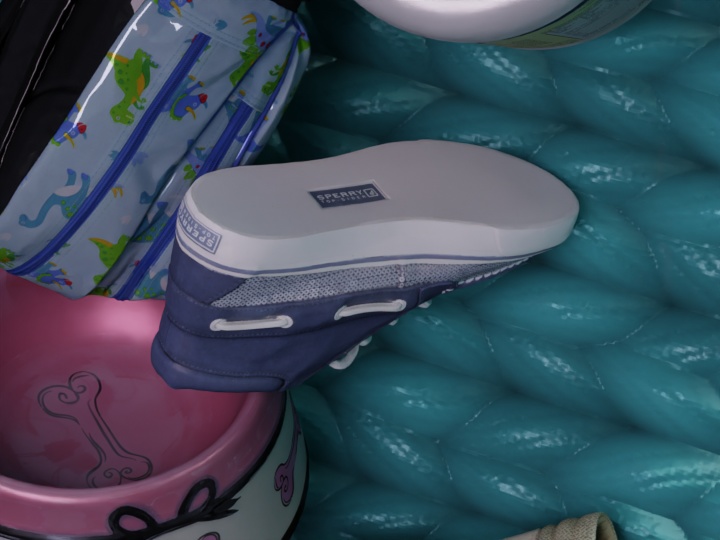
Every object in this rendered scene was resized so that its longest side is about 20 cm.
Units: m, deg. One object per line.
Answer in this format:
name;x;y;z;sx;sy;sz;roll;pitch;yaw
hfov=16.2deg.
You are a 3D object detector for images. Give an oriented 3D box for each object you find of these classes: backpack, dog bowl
backpack;-0.105;-0.083;1.106;0.200;0.154;0.163;-48;35;4
dog bowl;-0.122;0.066;1.143;0.199;0.200;0.074;22;136;20

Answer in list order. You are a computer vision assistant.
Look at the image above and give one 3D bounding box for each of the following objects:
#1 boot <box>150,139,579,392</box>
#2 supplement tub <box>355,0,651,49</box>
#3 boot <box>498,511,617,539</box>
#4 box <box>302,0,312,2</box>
boot;0.000;0.000;1.116;0.073;0.199;0.091;54;137;42
supplement tub;0.064;-0.165;1.042;0.144;0.200;0.146;1;94;16
boot;0.063;0.215;1.150;0.154;0.072;0.201;-10;90;21
box;-0.071;-0.220;1.176;0.199;0.050;0.200;-4;100;25
